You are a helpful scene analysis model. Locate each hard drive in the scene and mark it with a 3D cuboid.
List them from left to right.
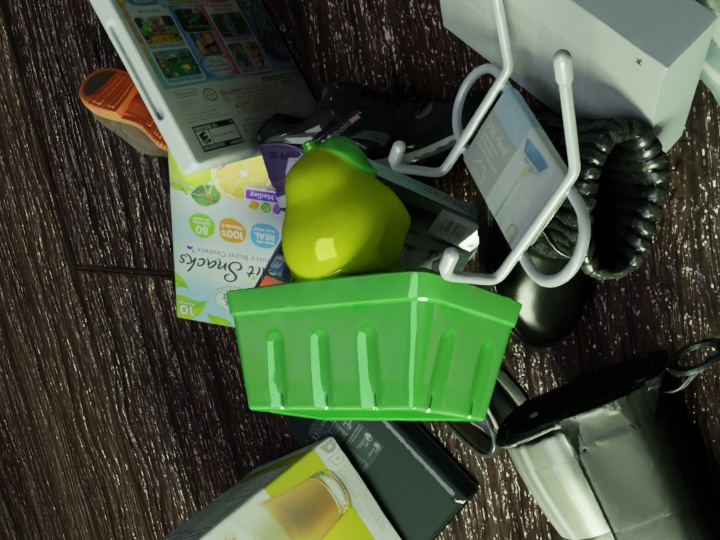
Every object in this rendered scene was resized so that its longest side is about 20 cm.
[{"bbox_3d":[0.016,0.196,0.991,0.200,0.033,0.140,45,133,17],"label":"hard drive"}]

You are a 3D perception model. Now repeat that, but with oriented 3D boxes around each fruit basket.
[{"bbox_3d":[0.002,0.009,0.716,0.215,0.155,0.216,-12,70,37],"label":"fruit basket"}]

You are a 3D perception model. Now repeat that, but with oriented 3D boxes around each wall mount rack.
[{"bbox_3d":[0.089,-0.092,0.611,0.174,0.074,0.200,-61,35,36],"label":"wall mount rack"}]

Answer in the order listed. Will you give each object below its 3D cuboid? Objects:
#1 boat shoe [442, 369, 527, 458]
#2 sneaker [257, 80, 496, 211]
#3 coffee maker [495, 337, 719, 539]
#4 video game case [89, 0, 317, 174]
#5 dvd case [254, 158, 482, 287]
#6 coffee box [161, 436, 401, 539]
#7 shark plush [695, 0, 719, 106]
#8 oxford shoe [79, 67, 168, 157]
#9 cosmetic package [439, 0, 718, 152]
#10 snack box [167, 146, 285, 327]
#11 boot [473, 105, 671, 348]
[{"bbox_3d":[0.070,0.088,0.874,0.200,0.060,0.074,49,135,14],"label":"boat shoe"},{"bbox_3d":[0.009,-0.120,0.774,0.200,0.076,0.088,-19,100,12],"label":"sneaker"},{"bbox_3d":[0.226,0.177,0.725,0.192,0.135,0.200,-26,92,44],"label":"coffee maker"},{"bbox_3d":[-0.126,-0.182,0.827,0.024,0.200,0.182,-29,88,35],"label":"video game case"},{"bbox_3d":[0.000,0.000,0.801,0.146,0.022,0.200,22,130,-12],"label":"dvd case"},{"bbox_3d":[-0.087,0.324,0.995,0.200,0.198,0.200,56,146,1],"label":"coffee box"},{"bbox_3d":[0.247,-0.141,0.636,0.200,0.091,0.083,53,158,-19],"label":"shark plush"},{"bbox_3d":[-0.207,-0.153,1.022,0.200,0.071,0.073,29,159,21],"label":"oxford shoe"},{"bbox_3d":[0.135,-0.169,0.644,0.200,0.052,0.151,43,175,20],"label":"cosmetic package"},{"bbox_3d":[-0.115,-0.039,0.955,0.142,0.053,0.200,10,117,14],"label":"snack box"},{"bbox_3d":[0.152,-0.016,0.687,0.158,0.079,0.211,34,144,59],"label":"boot"}]
